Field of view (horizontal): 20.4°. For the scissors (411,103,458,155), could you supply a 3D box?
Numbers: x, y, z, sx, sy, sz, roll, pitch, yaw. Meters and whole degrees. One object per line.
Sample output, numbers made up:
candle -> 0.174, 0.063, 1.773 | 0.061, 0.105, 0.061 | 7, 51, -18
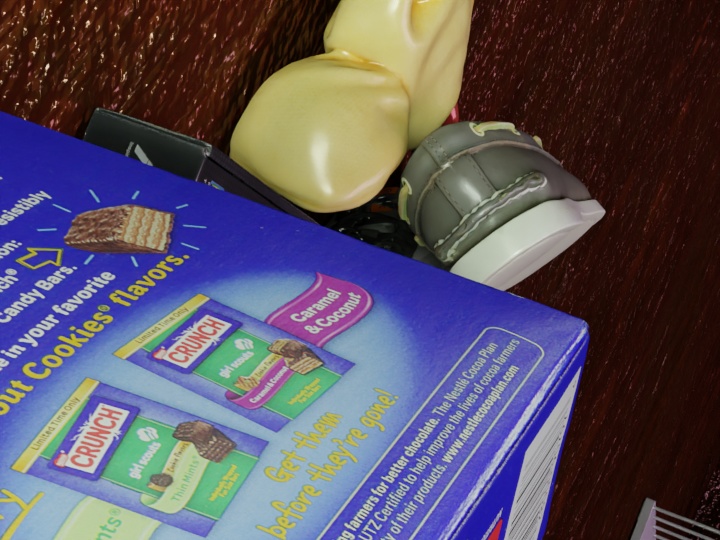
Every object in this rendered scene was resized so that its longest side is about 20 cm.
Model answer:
scissors -> 0.032, -0.035, 1.005 | 0.200, 0.014, 0.074 | 110, -36, -72

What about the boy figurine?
boy figurine -> 0.014, -0.098, 0.799 | 0.125, 0.064, 0.201 | 84, 30, -58

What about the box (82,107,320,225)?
box -> -0.081, 0.059, 0.693 | 0.160, 0.044, 0.201 | 36, 73, -73

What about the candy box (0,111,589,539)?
candy box -> -0.077, 0.041, 0.401 | 0.169, 0.199, 0.077 | -45, 152, -55

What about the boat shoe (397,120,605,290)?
boat shoe -> 0.057, -0.027, 0.840 | 0.072, 0.060, 0.202 | -36, 175, 6

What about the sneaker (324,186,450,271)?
sneaker -> 0.000, 0.000, 0.872 | 0.200, 0.073, 0.080 | 8, 92, -80

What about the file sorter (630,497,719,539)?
file sorter -> 0.408, 0.410, 2.625 | 0.200, 0.124, 0.139 | 71, 42, -67
